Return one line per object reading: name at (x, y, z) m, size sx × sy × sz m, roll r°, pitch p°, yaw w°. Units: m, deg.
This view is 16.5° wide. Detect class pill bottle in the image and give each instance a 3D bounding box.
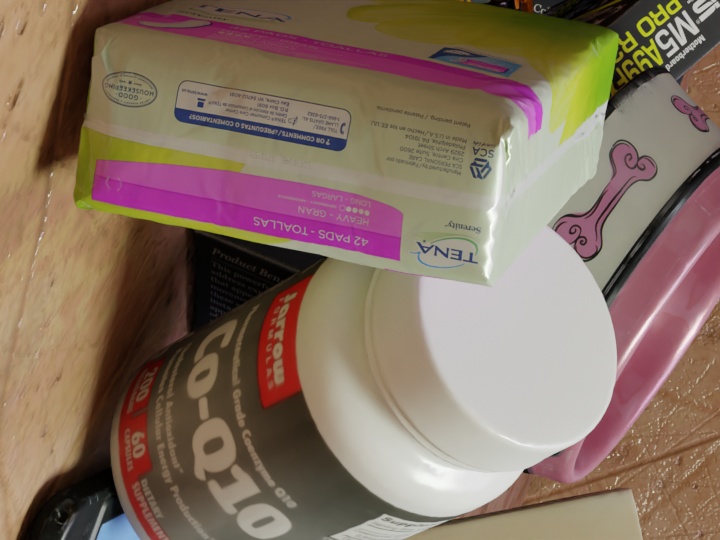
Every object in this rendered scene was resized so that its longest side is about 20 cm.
pill bottle at (-0.002, 0.052, 0.977) m, size 0.200 × 0.114 × 0.114 m, roll -29°, pitch -157°, yaw 47°

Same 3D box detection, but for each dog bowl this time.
dog bowl at (0.112, 0.010, 1.132) m, size 0.200 × 0.074 × 0.200 m, roll -51°, pitch 166°, yaw -18°

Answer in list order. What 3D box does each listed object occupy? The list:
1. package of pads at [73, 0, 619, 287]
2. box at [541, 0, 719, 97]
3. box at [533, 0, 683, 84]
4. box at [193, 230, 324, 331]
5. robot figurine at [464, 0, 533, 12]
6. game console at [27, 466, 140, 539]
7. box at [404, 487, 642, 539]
package of pads at (-0.003, -0.056, 0.885) m, size 0.200 × 0.154 × 0.068 m, roll -38°, pitch 138°, yaw -69°
box at (0.101, -0.095, 1.264) m, size 0.160 × 0.044 × 0.200 m, roll -40°, pitch -171°, yaw -23°
box at (0.180, -0.194, 1.693) m, size 0.200 × 0.104 × 0.182 m, roll -46°, pitch 154°, yaw -66°
box at (0.000, 0.000, 1.149) m, size 0.200 × 0.107 × 0.148 m, roll 98°, pitch 18°, yaw -57°
robot figurine at (0.049, -0.164, 1.135) m, size 0.200 × 0.058 × 0.145 m, roll 70°, pitch 17°, yaw -75°
game console at (-0.083, 0.181, 1.067) m, size 0.200 × 0.116 × 0.176 m, roll -16°, pitch 127°, yaw -78°
box at (0.037, 0.168, 1.202) m, size 0.078 × 0.200 × 0.095 m, roll 131°, pitch -52°, yaw -80°
